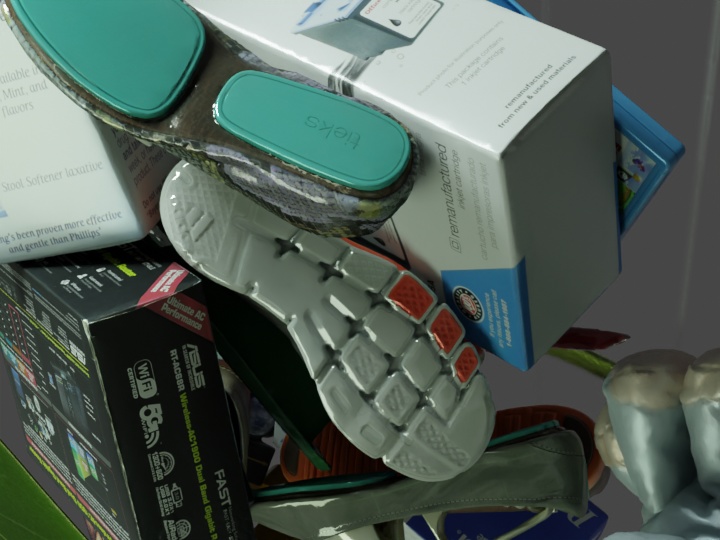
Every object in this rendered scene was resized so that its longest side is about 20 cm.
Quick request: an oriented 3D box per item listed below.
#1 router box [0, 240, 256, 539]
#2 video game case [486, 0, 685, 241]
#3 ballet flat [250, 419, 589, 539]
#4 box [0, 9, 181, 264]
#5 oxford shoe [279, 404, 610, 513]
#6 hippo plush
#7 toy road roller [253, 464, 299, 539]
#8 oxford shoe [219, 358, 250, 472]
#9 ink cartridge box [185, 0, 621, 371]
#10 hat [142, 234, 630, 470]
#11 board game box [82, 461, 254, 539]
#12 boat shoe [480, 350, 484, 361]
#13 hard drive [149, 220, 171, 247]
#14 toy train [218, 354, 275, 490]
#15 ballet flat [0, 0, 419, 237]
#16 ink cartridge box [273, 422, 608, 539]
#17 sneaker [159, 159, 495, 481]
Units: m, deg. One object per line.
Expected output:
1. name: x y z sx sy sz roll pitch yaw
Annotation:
1. router box: -0.132 0.056 0.837 0.200 0.062 0.151 29 134 56
2. video game case: 0.058 -0.086 0.805 0.200 0.018 0.143 43 152 10
3. ballet flat: 0.029 0.133 0.889 0.067 0.199 0.064 13 -116 -74
4. box: -0.150 -0.135 0.811 0.104 0.184 0.201 -9 116 25
5. oxford shoe: 0.050 0.120 0.963 0.199 0.072 0.073 2 156 19
6. hippo plush: 0.153 0.146 0.812 0.159 0.161 0.200 31 148 29
7. toy road roller: 0.001 0.199 1.120 0.200 0.146 0.123 21 143 41
8. oxford shoe: -0.108 0.161 1.048 0.075 0.070 0.201 -141 54 -82
9. ink cartridge box: 0.021 -0.063 0.776 0.200 0.086 0.147 27 148 32
10. hat: 0.000 0.000 0.900 0.200 0.176 0.166 52 177 -17
11. board game box: -0.128 0.124 0.979 0.136 0.034 0.200 66 149 24
12. boat shoe: -0.013 0.007 0.979 0.200 0.073 0.063 34 142 0
13. hard drive: -0.120 -0.007 1.090 0.139 0.038 0.200 19 157 44
14. toy train: -0.120 0.111 1.174 0.085 0.114 0.200 26 174 -27
15. ballet flat: -0.070 -0.070 0.702 0.200 0.072 0.072 29 150 7
16. ink cartridge box: 0.049 0.132 1.021 0.200 0.094 0.044 38 152 18
17. sneaker: -0.011 0.015 0.784 0.200 0.077 0.082 48 -178 -4
